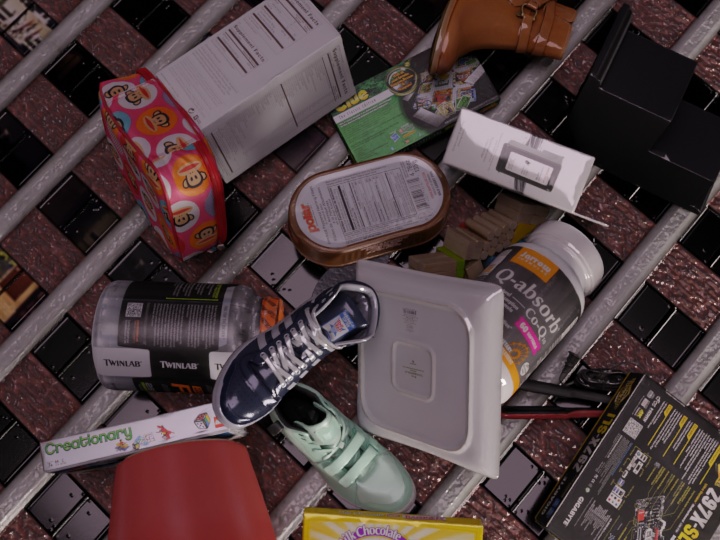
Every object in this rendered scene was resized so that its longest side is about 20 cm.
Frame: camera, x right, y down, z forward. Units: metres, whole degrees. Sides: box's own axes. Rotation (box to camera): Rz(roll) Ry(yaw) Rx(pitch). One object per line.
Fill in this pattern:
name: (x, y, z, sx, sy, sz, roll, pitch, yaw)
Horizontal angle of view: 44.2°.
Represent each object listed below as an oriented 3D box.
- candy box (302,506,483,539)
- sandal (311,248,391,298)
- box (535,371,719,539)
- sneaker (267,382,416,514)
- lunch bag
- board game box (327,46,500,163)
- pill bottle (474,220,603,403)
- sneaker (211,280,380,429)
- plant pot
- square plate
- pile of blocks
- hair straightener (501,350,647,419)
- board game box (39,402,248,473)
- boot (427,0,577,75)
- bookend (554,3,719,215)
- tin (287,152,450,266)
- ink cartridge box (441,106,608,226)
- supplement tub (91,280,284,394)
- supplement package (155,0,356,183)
candy box: (0.032, 0.317, 0.965, 0.196, 0.026, 0.104, 3, 90, 2)
sandal: (0.001, 0.000, 1.048, 0.075, 0.043, 0.202, 24, 67, 6)
box: (0.309, 0.238, 0.959, 0.159, 0.049, 0.201, 35, 84, -3)
sneaker: (-0.024, 0.196, 0.960, 0.199, 0.118, 0.074, 36, 78, 8)
lunch bag: (-0.225, -0.110, 1.010, 0.081, 0.177, 0.201, -26, 58, -21)
board game box: (0.064, -0.209, 1.103, 0.198, 0.023, 0.106, -27, 78, -5)
pill bottle: (0.175, 0.042, 0.980, 0.116, 0.117, 0.200, 43, 67, 10)
sneaker: (-0.060, 0.079, 0.893, 0.200, 0.108, 0.071, -42, 102, -35)
plant pot: (-0.176, 0.281, 0.916, 0.197, 0.201, 0.180, -11, 68, -1)
square plate: (0.061, 0.101, 0.930, 0.198, 0.028, 0.202, 11, 107, 42)
pile of blocks: (0.132, -0.024, 1.048, 0.198, 0.083, 0.062, -31, 35, -15)
hair straightener: (0.251, 0.131, 1.000, 0.196, 0.041, 0.078, 3, 94, 2)
board game box: (-0.228, 0.183, 0.963, 0.196, 0.126, 0.035, -13, 77, -2)
boot: (0.176, -0.289, 1.079, 0.153, 0.074, 0.202, 28, 65, 1)
bookend: (0.340, -0.173, 0.998, 0.196, 0.200, 0.093, 27, 79, 8)
tin: (0.011, -0.075, 1.038, 0.197, 0.042, 0.113, -16, 64, -10)
ink cartridge box: (0.199, -0.119, 1.024, 0.197, 0.116, 0.069, 23, 99, 6)
supplement tub: (-0.187, 0.075, 0.990, 0.196, 0.123, 0.125, 2, 76, 3)
supplement package: (-0.120, -0.222, 1.055, 0.199, 0.114, 0.110, -35, 64, -8)
